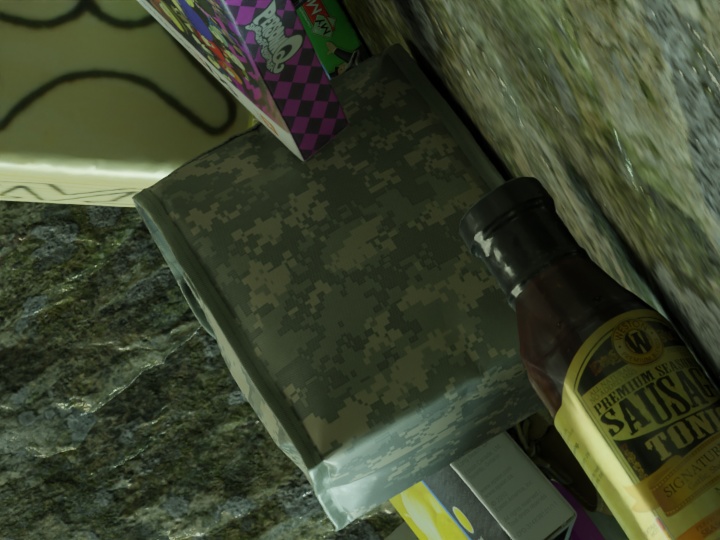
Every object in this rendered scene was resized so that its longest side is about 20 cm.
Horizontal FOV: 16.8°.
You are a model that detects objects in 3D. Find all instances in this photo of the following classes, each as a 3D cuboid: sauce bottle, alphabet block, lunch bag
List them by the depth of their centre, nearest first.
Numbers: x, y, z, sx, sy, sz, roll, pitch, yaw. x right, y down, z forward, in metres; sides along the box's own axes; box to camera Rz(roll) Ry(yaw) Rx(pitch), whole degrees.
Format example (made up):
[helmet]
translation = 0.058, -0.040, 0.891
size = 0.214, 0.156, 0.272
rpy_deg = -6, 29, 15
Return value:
[sauce bottle]
translation = 0.106, 0.051, 0.984
size = 0.200, 0.066, 0.066
rpy_deg = 55, 175, 21
[lunch bag]
translation = 0.000, 0.000, 1.219
size = 0.200, 0.164, 0.118
rpy_deg = 57, 174, 23
[alphabet block]
translation = -0.177, -0.138, 1.366
size = 0.196, 0.200, 0.196
rpy_deg = 178, 95, -72

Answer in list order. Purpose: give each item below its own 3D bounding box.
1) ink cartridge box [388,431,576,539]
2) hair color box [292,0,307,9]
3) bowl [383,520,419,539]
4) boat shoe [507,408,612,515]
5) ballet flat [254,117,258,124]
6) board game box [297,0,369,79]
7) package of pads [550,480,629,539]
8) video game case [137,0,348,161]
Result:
[ink cartridge box]
translation = 0.036, 0.098, 1.355
size = 0.200, 0.047, 0.198
rpy_deg = 48, 167, 16
[hair color box]
translation = -0.092, -0.220, 1.226
size = 0.200, 0.061, 0.102
rpy_deg = 50, 173, 4
[bowl]
translation = 0.106, 0.218, 1.553
size = 0.200, 0.200, 0.075
rpy_deg = 42, 129, 10
[boat shoe]
translation = 0.082, 0.071, 1.325
size = 0.200, 0.063, 0.073
rpy_deg = 46, 151, 44
[ballet flat]
translation = -0.012, -0.070, 1.466
size = 0.065, 0.071, 0.200
rpy_deg = 8, 159, 43
[board game box]
translation = -0.051, -0.181, 1.492
size = 0.135, 0.029, 0.200
rpy_deg = 60, 176, -18
[package of pads]
translation = 0.149, 0.177, 1.425
size = 0.155, 0.068, 0.200
rpy_deg = 56, 175, 26
[video game case]
translation = -0.094, -0.162, 1.153
size = 0.181, 0.036, 0.200
rpy_deg = 45, 171, 30
